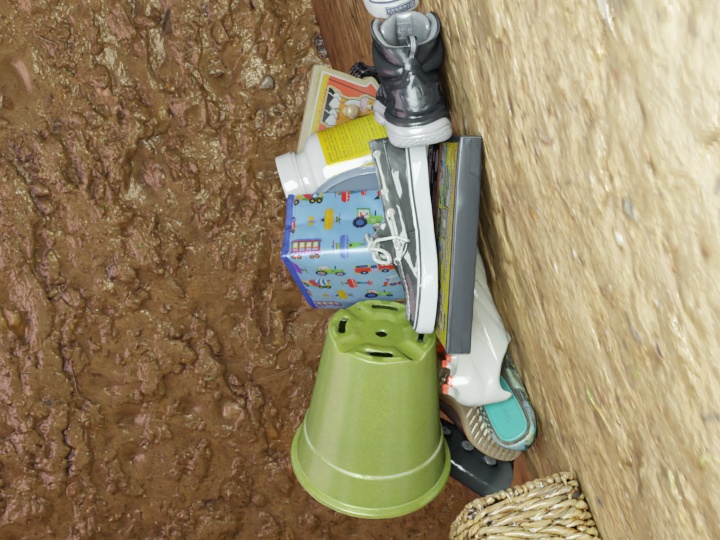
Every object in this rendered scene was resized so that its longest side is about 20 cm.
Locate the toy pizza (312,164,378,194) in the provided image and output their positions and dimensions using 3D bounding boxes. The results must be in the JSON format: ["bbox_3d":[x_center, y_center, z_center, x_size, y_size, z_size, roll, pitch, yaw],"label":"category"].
[{"bbox_3d":[0.028,-0.061,0.890,0.201,0.198,0.032,72,-165,-48],"label":"toy pizza"}]

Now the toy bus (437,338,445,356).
[{"bbox_3d":[0.102,0.101,1.218,0.201,0.135,0.193,-85,-27,-53],"label":"toy bus"}]

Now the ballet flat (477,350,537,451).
[{"bbox_3d":[0.156,0.126,0.857,0.074,0.074,0.201,72,-176,-55],"label":"ballet flat"}]

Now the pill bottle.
[{"bbox_3d":[-0.003,-0.136,0.922,0.112,0.198,0.114,-18,-90,-90],"label":"pill bottle"}]

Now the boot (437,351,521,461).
[{"bbox_3d":[0.134,0.174,1.012,0.200,0.072,0.166,44,176,-8],"label":"boot"}]

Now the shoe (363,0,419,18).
[{"bbox_3d":[0.003,-0.337,0.729,0.201,0.071,0.091,-116,7,-48],"label":"shoe"}]

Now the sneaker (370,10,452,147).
[{"bbox_3d":[0.048,-0.199,0.711,0.200,0.075,0.115,-99,1,-65],"label":"sneaker"}]

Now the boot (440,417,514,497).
[{"bbox_3d":[0.107,0.260,0.971,0.066,0.199,0.165,-60,-6,36],"label":"boot"}]

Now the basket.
[{"bbox_3d":[0.177,0.319,0.737,0.201,0.141,0.150,71,-179,-58],"label":"basket"}]

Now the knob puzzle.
[{"bbox_3d":[0.000,-0.178,1.027,0.030,0.219,0.221,16,133,46],"label":"knob puzzle"}]

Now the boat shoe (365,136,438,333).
[{"bbox_3d":[0.039,-0.035,0.722,0.074,0.067,0.202,-109,14,-84],"label":"boat shoe"}]

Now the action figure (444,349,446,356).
[{"bbox_3d":[0.147,0.100,1.044,0.201,0.069,0.131,79,-179,-59],"label":"action figure"}]

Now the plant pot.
[{"bbox_3d":[0.019,0.145,0.835,0.201,0.198,0.192,-109,19,-57],"label":"plant pot"}]

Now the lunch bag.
[{"bbox_3d":[0.000,0.000,0.874,0.201,0.149,0.095,77,-168,-55],"label":"lunch bag"}]

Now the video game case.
[{"bbox_3d":[0.090,-0.036,0.737,0.181,0.025,0.202,-107,19,-80],"label":"video game case"}]

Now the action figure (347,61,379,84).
[{"bbox_3d":[0.019,-0.233,1.164,0.119,0.101,0.201,56,168,41],"label":"action figure"}]

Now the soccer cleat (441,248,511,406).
[{"bbox_3d":[0.133,0.055,0.822,0.069,0.077,0.202,106,167,-71],"label":"soccer cleat"}]
